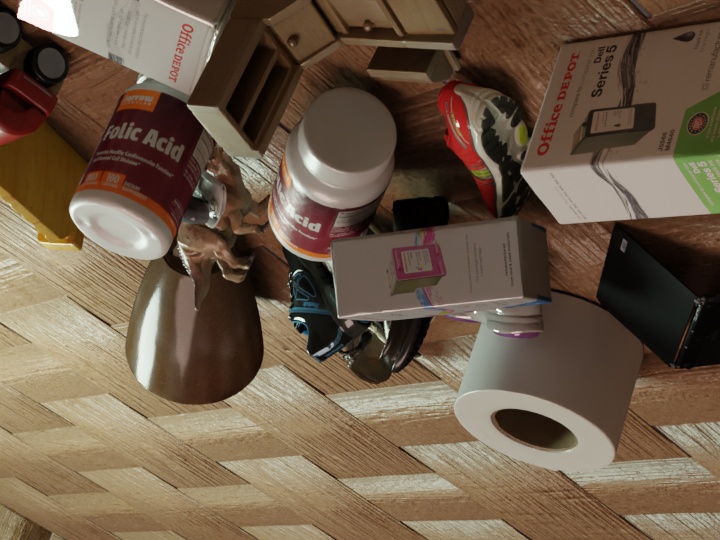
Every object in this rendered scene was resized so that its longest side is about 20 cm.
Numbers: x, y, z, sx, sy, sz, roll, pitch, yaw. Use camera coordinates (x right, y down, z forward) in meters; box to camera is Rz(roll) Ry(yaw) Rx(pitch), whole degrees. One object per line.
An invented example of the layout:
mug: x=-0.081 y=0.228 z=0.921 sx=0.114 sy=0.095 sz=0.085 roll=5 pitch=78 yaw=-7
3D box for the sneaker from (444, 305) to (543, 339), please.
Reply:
sneaker: x=0.147 y=0.015 z=1.819 sx=0.074 sy=0.101 sz=0.199 roll=-4 pitch=-169 yaw=-33

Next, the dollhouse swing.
dollhouse swing: x=-0.456 y=-0.118 z=1.914 sx=0.174 sy=0.183 sz=0.200 roll=-17 pitch=139 yaw=23

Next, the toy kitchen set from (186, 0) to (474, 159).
toy kitchen set: x=-0.008 y=-0.170 z=1.438 sx=0.198 sy=0.182 sz=0.163 roll=8 pitch=153 yaw=35

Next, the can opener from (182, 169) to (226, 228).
can opener: x=-0.221 y=-0.109 z=1.759 sx=0.066 sy=0.054 sz=0.199 roll=-7 pitch=-147 yaw=-44

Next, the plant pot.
plant pot: x=-0.211 y=0.037 z=2.028 sx=0.185 sy=0.188 sz=0.201 roll=17 pitch=139 yaw=8

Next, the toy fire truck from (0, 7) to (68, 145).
toy fire truck: x=-0.422 y=-0.188 z=1.697 sx=0.176 sy=0.202 sz=0.128 roll=37 pitch=150 yaw=-30

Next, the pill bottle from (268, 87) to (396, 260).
pill bottle: x=-0.029 y=-0.099 z=1.649 sx=0.113 sy=0.115 sz=0.200 roll=22 pitch=154 yaw=-1

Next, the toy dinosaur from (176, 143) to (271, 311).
toy dinosaur: x=-0.174 y=-0.062 z=1.814 sx=0.134 sy=0.202 sz=0.086 roll=24 pitch=-176 yaw=-3

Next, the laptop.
laptop: x=0.372 y=0.025 z=1.720 sx=0.197 sy=0.104 sz=0.178 roll=-6 pitch=153 yaw=-2

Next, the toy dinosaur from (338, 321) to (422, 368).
toy dinosaur: x=0.003 y=0.061 z=1.877 sx=0.088 sy=0.201 sz=0.048 roll=-34 pitch=127 yaw=6

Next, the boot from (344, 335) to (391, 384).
boot: x=0.031 y=0.094 z=2.039 sx=0.096 sy=0.075 sz=0.201 roll=11 pitch=151 yaw=27

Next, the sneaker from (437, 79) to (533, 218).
sneaker: x=0.126 y=-0.124 z=1.575 sx=0.085 sy=0.077 sz=0.201 roll=30 pitch=160 yaw=31

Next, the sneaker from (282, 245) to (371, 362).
sneaker: x=-0.061 y=0.026 z=1.868 sx=0.073 sy=0.082 sz=0.200 roll=38 pitch=-168 yaw=-37

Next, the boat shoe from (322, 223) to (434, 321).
boat shoe: x=0.003 y=-0.005 z=1.814 sx=0.202 sy=0.075 sz=0.075 roll=37 pitch=120 yaw=4

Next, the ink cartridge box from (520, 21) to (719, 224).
ink cartridge box: x=0.254 y=-0.126 z=1.362 sx=0.198 sy=0.147 sz=0.084 roll=-3 pitch=145 yaw=40

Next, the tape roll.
tape roll: x=0.225 y=0.133 z=1.888 sx=0.200 sy=0.140 sz=0.203 roll=17 pitch=155 yaw=8

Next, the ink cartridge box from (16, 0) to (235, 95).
ink cartridge box: x=-0.222 y=-0.269 z=1.524 sx=0.198 sy=0.085 sz=0.146 roll=25 pitch=154 yaw=-4

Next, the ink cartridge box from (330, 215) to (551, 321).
ink cartridge box: x=0.084 y=0.002 z=1.621 sx=0.198 sy=0.086 sz=0.144 roll=-6 pitch=175 yaw=18

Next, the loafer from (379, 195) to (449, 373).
loafer: x=0.047 y=0.012 z=1.752 sx=0.071 sy=0.203 sz=0.073 roll=13 pitch=-176 yaw=12

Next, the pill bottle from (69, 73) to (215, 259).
pill bottle: x=-0.218 y=-0.124 z=1.664 sx=0.113 sy=0.202 sz=0.115 roll=16 pitch=154 yaw=8
